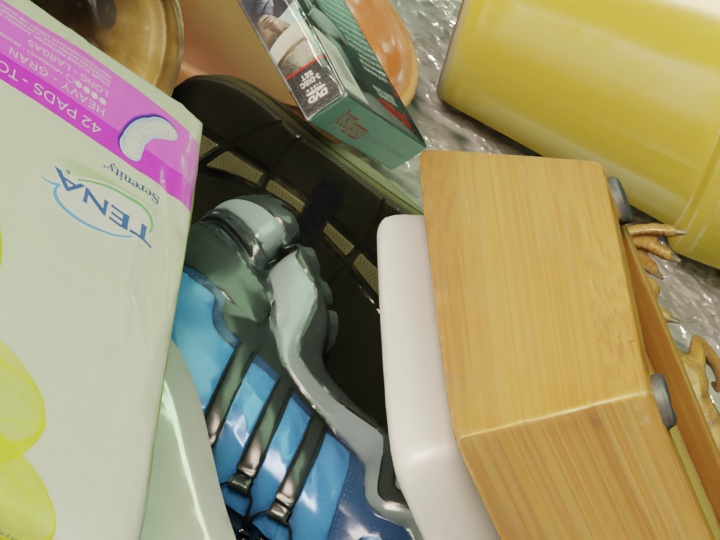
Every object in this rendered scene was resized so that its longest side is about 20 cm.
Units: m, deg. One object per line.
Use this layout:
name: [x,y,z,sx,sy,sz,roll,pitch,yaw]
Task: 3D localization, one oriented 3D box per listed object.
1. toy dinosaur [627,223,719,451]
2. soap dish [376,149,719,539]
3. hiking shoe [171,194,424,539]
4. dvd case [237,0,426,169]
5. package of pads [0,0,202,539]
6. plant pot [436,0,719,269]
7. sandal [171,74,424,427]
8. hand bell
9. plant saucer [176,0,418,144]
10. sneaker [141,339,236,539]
toy dinosaur: [0.094,0.019,1.060,0.200,0.060,0.106,35,29,2]
soap dish: [0.075,0.074,0.831,0.157,0.081,0.200,-93,161,-57]
hiking shoe: [-0.032,0.071,0.853,0.087,0.074,0.200,-17,59,-21]
dvd case: [-0.044,-0.136,1.014,0.200,0.022,0.146,59,8,10]
package of pads: [-0.123,-0.002,0.714,0.154,0.068,0.200,35,36,-24]
plant pot: [0.141,-0.113,1.192,0.189,0.201,0.201,18,29,0]
sandal: [0.000,-0.001,0.977,0.201,0.080,0.057,48,17,24]
hand bell: [-0.154,-0.123,1.007,0.104,0.104,0.200,12,24,-36]
plant saucer: [-0.069,-0.117,1.120,0.200,0.037,0.200,26,30,-16]
sneaker: [-0.090,0.065,0.773,0.085,0.073,0.200,10,38,-43]
